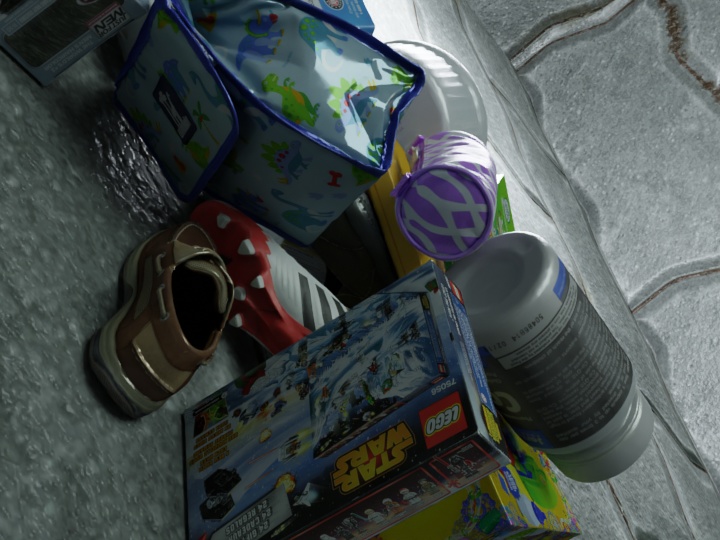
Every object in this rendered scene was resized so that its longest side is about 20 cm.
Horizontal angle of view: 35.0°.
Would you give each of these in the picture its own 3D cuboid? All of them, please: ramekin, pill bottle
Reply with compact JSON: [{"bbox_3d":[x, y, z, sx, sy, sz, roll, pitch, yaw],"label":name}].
[{"bbox_3d":[0.029,-0.150,1.235,0.201,0.200,0.098,61,26,6],"label":"ramekin"},{"bbox_3d":[0.151,0.075,0.922,0.200,0.113,0.114,50,19,-29],"label":"pill bottle"}]

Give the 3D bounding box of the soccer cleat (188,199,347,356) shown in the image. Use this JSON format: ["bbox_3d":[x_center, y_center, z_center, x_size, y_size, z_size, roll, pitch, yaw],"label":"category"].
[{"bbox_3d":[-0.056,0.027,0.872,0.200,0.069,0.085,47,21,9],"label":"soccer cleat"}]

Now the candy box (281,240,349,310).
[{"bbox_3d":[-0.019,0.037,1.066,0.200,0.026,0.103,25,35,-61],"label":"candy box"}]

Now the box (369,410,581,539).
[{"bbox_3d":[0.067,0.151,0.960,0.192,0.122,0.201,28,35,-61],"label":"box"}]

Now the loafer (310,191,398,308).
[{"bbox_3d":[0.000,0.000,1.027,0.075,0.069,0.200,-103,169,-45],"label":"loafer"}]

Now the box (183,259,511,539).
[{"bbox_3d":[-0.017,0.098,0.680,0.040,0.199,0.137,44,23,-37],"label":"box"}]

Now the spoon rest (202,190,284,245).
[{"bbox_3d":[-0.088,-0.080,1.012,0.100,0.060,0.200,55,17,-12],"label":"spoon rest"}]

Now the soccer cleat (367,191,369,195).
[{"bbox_3d":[-0.029,-0.091,1.151,0.200,0.069,0.085,56,13,20],"label":"soccer cleat"}]

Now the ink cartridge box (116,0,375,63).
[{"bbox_3d":[-0.108,-0.230,0.989,0.199,0.085,0.145,-8,58,-26],"label":"ink cartridge box"}]

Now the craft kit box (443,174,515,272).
[{"bbox_3d":[0.133,0.020,1.162,0.198,0.048,0.201,-54,133,-70],"label":"craft kit box"}]

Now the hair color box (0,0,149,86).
[{"bbox_3d":[-0.213,-0.236,0.857,0.061,0.099,0.201,46,22,-37],"label":"hair color box"}]

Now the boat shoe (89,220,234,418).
[{"bbox_3d":[-0.115,0.020,0.753,0.076,0.072,0.200,51,19,-23],"label":"boat shoe"}]

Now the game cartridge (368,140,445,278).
[{"bbox_3d":[0.039,-0.049,1.069,0.200,0.032,0.177,22,48,-76],"label":"game cartridge"}]

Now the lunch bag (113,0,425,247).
[{"bbox_3d":[-0.081,-0.122,0.857,0.199,0.170,0.128,30,63,-13],"label":"lunch bag"}]

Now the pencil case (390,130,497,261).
[{"bbox_3d":[0.074,-0.071,0.972,0.085,0.084,0.200,41,14,-7],"label":"pencil case"}]
